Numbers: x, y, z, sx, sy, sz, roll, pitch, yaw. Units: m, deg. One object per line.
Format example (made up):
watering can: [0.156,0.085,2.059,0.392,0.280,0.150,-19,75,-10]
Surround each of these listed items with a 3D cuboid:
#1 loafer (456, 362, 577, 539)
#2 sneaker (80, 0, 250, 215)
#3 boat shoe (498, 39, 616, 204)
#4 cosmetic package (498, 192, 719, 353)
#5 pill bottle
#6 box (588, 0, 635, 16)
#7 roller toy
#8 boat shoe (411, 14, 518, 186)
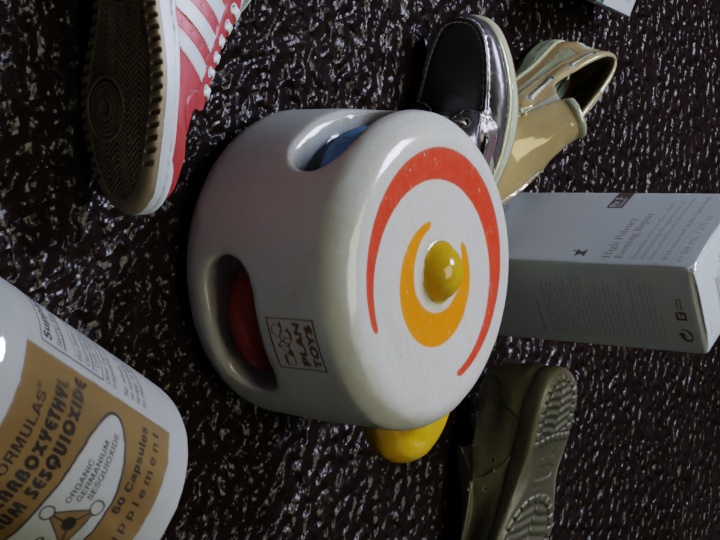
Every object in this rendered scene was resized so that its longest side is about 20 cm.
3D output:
loafer: [0.107,0.160,1.037,0.075,0.067,0.203,7,103,-49]
sneaker: [-0.089,-0.131,0.741,0.112,0.071,0.204,0,91,-50]
boat shoe: [0.134,-0.112,1.035,0.201,0.075,0.072,-55,133,-34]
cosmetic package: [0.172,-0.003,0.994,0.102,0.198,0.075,-45,127,-41]
pill bottle: [-0.176,0.060,0.606,0.200,0.113,0.116,43,60,-45]
box: [0.224,-0.305,1.086,0.144,0.036,0.203,-17,128,-69]
roller toy: [0.000,0.000,0.814,0.182,0.138,0.203,29,71,-50]
boat shoe: [0.059,-0.078,0.945,0.065,0.071,0.203,5,94,-59]
